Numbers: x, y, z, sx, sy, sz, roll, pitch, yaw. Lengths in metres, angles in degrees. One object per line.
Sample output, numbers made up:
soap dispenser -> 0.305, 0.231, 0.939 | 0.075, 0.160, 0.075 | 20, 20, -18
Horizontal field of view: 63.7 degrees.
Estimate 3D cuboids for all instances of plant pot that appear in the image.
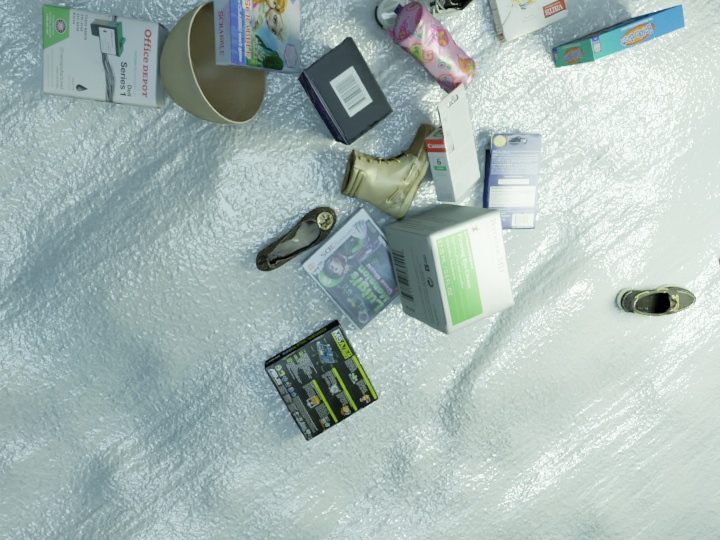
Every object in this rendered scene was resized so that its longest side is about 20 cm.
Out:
plant pot -> -0.281, -0.360, 1.043 | 0.131, 0.199, 0.206 | -1, 108, 30

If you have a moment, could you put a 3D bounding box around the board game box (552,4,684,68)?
board game box -> 0.510, -0.465, 1.160 | 0.195, 0.152, 0.046 | -21, 107, -4

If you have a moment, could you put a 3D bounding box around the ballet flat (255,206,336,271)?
ballet flat -> -0.132, -0.061, 1.197 | 0.197, 0.046, 0.068 | -33, 107, -1

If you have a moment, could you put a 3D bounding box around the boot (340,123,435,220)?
boot -> 0.056, -0.222, 1.178 | 0.152, 0.073, 0.204 | 20, 104, -17

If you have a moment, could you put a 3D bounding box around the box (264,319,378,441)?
box -> -0.084, 0.243, 1.280 | 0.190, 0.048, 0.203 | -30, 106, -4

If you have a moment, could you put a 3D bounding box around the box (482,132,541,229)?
box -> 0.327, -0.192, 1.254 | 0.117, 0.032, 0.206 | -2, 105, -10

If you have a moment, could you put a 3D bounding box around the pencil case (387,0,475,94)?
pencil case -> 0.139, -0.419, 1.104 | 0.198, 0.087, 0.089 | 26, 99, -42

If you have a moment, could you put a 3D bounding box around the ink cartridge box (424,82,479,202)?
ink cartridge box -> 0.179, -0.253, 1.156 | 0.109, 0.049, 0.204 | -43, 128, -37

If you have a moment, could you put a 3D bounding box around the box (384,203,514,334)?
box -> 0.177, -0.011, 1.172 | 0.168, 0.199, 0.204 | -20, 106, -20

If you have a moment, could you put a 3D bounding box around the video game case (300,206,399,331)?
video game case -> 0.000, 0.000, 1.247 | 0.181, 0.023, 0.201 | -41, 107, 2

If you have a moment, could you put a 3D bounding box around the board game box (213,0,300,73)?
board game box -> -0.178, -0.463, 1.026 | 0.040, 0.198, 0.206 | 9, 106, 28

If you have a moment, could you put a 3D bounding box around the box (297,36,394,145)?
box -> -0.032, -0.326, 1.072 | 0.103, 0.200, 0.150 | -34, 106, 0

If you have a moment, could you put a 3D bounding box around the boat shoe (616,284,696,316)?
boat shoe -> 0.711, 0.076, 1.372 | 0.195, 0.061, 0.074 | -2, 104, -9

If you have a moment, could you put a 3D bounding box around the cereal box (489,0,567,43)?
cereal box -> 0.319, -0.579, 1.149 | 0.141, 0.040, 0.205 | -22, 106, -4

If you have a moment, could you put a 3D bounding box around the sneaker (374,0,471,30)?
sneaker -> 0.127, -0.514, 1.099 | 0.195, 0.115, 0.078 | -16, 106, -5

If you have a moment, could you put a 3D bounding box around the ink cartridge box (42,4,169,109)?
ink cartridge box -> -0.454, -0.380, 1.043 | 0.194, 0.084, 0.151 | 4, 103, -9
